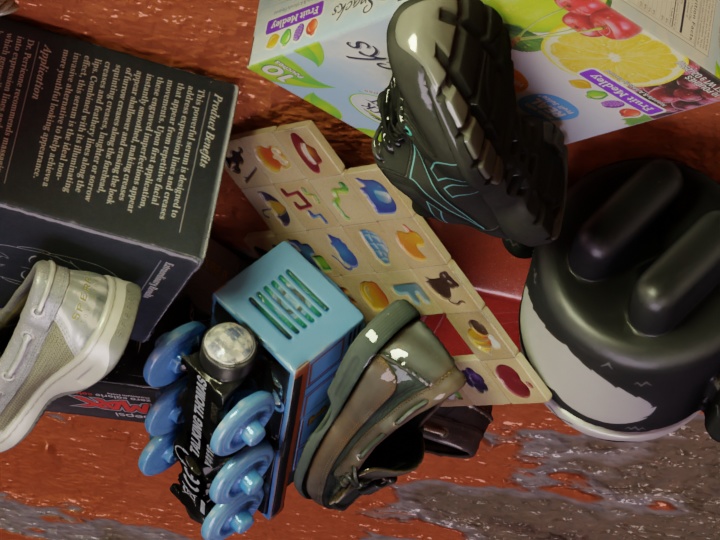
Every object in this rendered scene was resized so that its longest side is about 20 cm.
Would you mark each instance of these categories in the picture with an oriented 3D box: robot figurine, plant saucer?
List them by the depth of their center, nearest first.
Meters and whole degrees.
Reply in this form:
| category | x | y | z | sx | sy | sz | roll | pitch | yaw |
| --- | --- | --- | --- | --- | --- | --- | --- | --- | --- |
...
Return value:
| category | x | y | z | sx | sy | sz | roll | pitch | yaw |
| --- | --- | --- | --- | --- | --- | --- | --- | --- | --- |
| robot figurine | 0.148 | 0.018 | 1.485 | 0.124 | 0.151 | 0.200 | -5 | 158 | -4 |
| plant saucer | 0.116 | 0.036 | 1.665 | 0.199 | 0.037 | 0.200 | 12 | 158 | -5 |

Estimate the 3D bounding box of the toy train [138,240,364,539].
| category | x | y | z | sx | sy | sz | roll | pitch | yaw |
| --- | --- | --- | --- | --- | --- | --- | --- | --- | --- |
| toy train | -0.062 | 0.076 | 1.580 | 0.087 | 0.114 | 0.200 | 45 | 154 | 20 |

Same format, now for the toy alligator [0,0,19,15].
| category | x | y | z | sx | sy | sz | roll | pitch | yaw |
| --- | --- | --- | --- | --- | --- | --- | --- | --- | --- |
| toy alligator | -0.260 | -0.147 | 1.370 | 0.199 | 0.059 | 0.054 | -2 | 114 | 28 |

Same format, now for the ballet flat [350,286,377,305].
| category | x | y | z | sx | sy | sz | roll | pitch | yaw |
| --- | --- | --- | --- | --- | --- | --- | --- | --- | --- |
| ballet flat | 0.000 | 0.022 | 1.626 | 0.070 | 0.071 | 0.200 | 14 | 156 | -10 |

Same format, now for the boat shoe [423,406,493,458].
| category | x | y | z | sx | sy | sz | roll | pitch | yaw |
| --- | --- | --- | --- | --- | --- | --- | --- | --- | --- |
| boat shoe | -0.007 | 0.091 | 1.800 | 0.199 | 0.074 | 0.074 | -3 | 155 | 29 |

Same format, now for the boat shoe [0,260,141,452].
| category | x | y | z | sx | sy | sz | roll | pitch | yaw |
| --- | --- | --- | --- | --- | --- | --- | --- | --- | --- |
| boat shoe | -0.192 | 0.045 | 1.496 | 0.065 | 0.075 | 0.202 | 27 | 150 | -24 |

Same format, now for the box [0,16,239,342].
| category | x | y | z | sx | sy | sz | roll | pitch | yaw |
| --- | --- | --- | --- | --- | --- | --- | --- | --- | --- |
| box | -0.184 | -0.054 | 1.484 | 0.199 | 0.107 | 0.148 | 16 | 157 | -12 |

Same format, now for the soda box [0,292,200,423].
| category | x | y | z | sx | sy | sz | roll | pitch | yaw |
| --- | --- | --- | --- | --- | --- | --- | --- | --- | --- |
| soda box | -0.198 | 0.044 | 1.655 | 0.199 | 0.064 | 0.071 | 5 | 158 | 10 |

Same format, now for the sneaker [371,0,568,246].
| category | x | y | z | sx | sy | sz | roll | pitch | yaw |
| --- | --- | --- | --- | --- | --- | --- | --- | --- | --- |
| sneaker | 0.037 | -0.063 | 1.266 | 0.079 | 0.076 | 0.200 | 4 | 157 | 20 |

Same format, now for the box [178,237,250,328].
| category | x | y | z | sx | sy | sz | roll | pitch | yaw |
| --- | --- | --- | --- | --- | --- | --- | --- | --- | --- |
| box | -0.183 | 0.001 | 1.693 | 0.199 | 0.049 | 0.158 | -6 | 153 | 36 |

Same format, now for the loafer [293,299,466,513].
| category | x | y | z | sx | sy | sz | roll | pitch | yaw |
| --- | --- | --- | --- | --- | --- | --- | --- | --- | --- |
| loafer | 0.011 | 0.093 | 1.556 | 0.063 | 0.072 | 0.200 | 40 | 150 | 13 |

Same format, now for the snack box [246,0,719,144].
| category | x | y | z | sx | sy | sz | roll | pitch | yaw |
| --- | --- | --- | --- | --- | --- | --- | --- | --- | --- |
| snack box | 0.065 | -0.110 | 1.308 | 0.142 | 0.053 | 0.200 | 29 | 152 | -36 |

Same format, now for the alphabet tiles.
| category | x | y | z | sx | sy | sz | roll | pitch | yaw |
| --- | --- | --- | --- | --- | --- | --- | --- | --- | --- |
| alphabet tiles | 0.000 | 0.000 | 1.526 | 0.167 | 0.008 | 0.200 | -6 | 126 | 55 |
